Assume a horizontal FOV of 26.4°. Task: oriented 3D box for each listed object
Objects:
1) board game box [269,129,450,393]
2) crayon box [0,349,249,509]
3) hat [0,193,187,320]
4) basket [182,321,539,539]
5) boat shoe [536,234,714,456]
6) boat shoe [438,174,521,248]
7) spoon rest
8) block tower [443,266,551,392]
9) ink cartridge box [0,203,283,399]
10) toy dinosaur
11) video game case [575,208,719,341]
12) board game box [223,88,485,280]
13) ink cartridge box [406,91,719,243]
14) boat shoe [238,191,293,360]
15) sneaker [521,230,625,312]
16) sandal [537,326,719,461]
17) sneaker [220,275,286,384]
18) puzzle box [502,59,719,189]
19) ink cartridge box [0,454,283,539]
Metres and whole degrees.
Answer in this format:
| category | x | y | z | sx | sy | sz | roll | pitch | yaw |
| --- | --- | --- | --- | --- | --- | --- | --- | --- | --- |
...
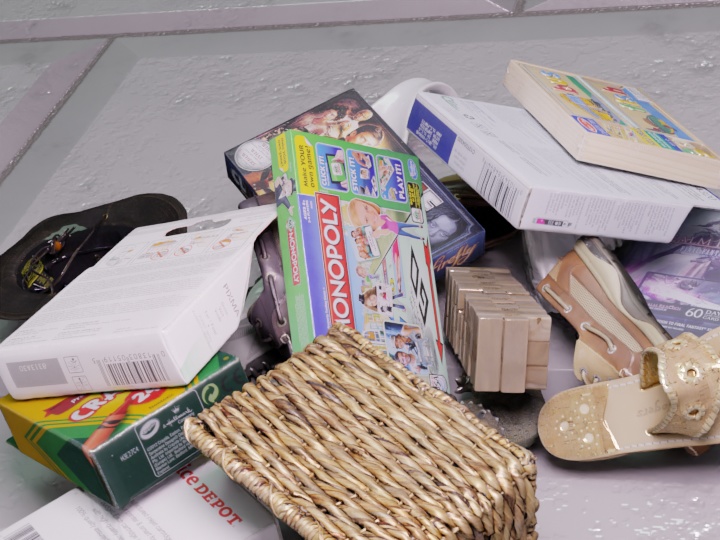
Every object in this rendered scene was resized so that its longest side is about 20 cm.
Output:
| category | x | y | z | sx | sy | sz | roll | pitch | yaw |
| --- | --- | --- | --- | --- | --- | --- | --- | --- | --- |
| board game box | 0.000 | 0.000 | 1.164 | 0.134 | 0.201 | 0.029 | 8 | -23 | -42 |
| crayon box | -0.178 | 0.096 | 1.108 | 0.127 | 0.051 | 0.200 | -32 | 24 | -27 |
| hat | -0.235 | 0.013 | 1.347 | 0.200 | 0.081 | 0.201 | -15 | 28 | 8 |
| basket | -0.002 | 0.157 | 1.000 | 0.149 | 0.143 | 0.200 | -33 | 49 | -31 |
| boat shoe | 0.196 | 0.062 | 1.139 | 0.074 | 0.076 | 0.200 | -37 | 48 | 10 |
| boat shoe | 0.045 | -0.040 | 1.334 | 0.199 | 0.071 | 0.070 | -15 | 30 | -2 |
| spoon rest | 0.024 | -0.131 | 1.480 | 0.099 | 0.061 | 0.200 | 17 | 44 | 37 |
| block tower | 0.099 | 0.042 | 1.146 | 0.054 | 0.058 | 0.200 | 3 | 11 | -4 |
| ink cartridge box | -0.151 | 0.021 | 1.133 | 0.161 | 0.050 | 0.200 | -8 | 23 | 31 |
| toy dinosaur | 0.089 | 0.111 | 1.116 | 0.102 | 0.077 | 0.200 | 22 | 15 | 36 |
| video game case | 0.277 | 0.008 | 1.236 | 0.143 | 0.019 | 0.200 | 9 | 41 | 29 |
| board game box | -0.007 | -0.057 | 1.289 | 0.135 | 0.035 | 0.200 | -29 | 56 | -18 |
| ink cartridge box | 0.165 | -0.081 | 1.239 | 0.200 | 0.043 | 0.196 | 7 | 23 | -29 |
| boat shoe | -0.055 | 0.031 | 1.183 | 0.065 | 0.072 | 0.201 | -10 | 74 | 2 |
| sneaker | 0.188 | -0.038 | 1.282 | 0.099 | 0.078 | 0.200 | -1 | 37 | 11 |
| sandal | 0.207 | 0.084 | 1.031 | 0.211 | 0.070 | 0.078 | -22 | 73 | 28 |
| sneaker | -0.078 | 0.068 | 1.223 | 0.079 | 0.074 | 0.200 | 15 | 43 | 27 |
| puzzle box | 0.210 | -0.126 | 1.295 | 0.133 | 0.025 | 0.200 | 9 | 22 | -18 |
| ink cartridge box | -0.163 | 0.213 | 1.030 | 0.200 | 0.084 | 0.146 | -29 | 35 | -22 |
